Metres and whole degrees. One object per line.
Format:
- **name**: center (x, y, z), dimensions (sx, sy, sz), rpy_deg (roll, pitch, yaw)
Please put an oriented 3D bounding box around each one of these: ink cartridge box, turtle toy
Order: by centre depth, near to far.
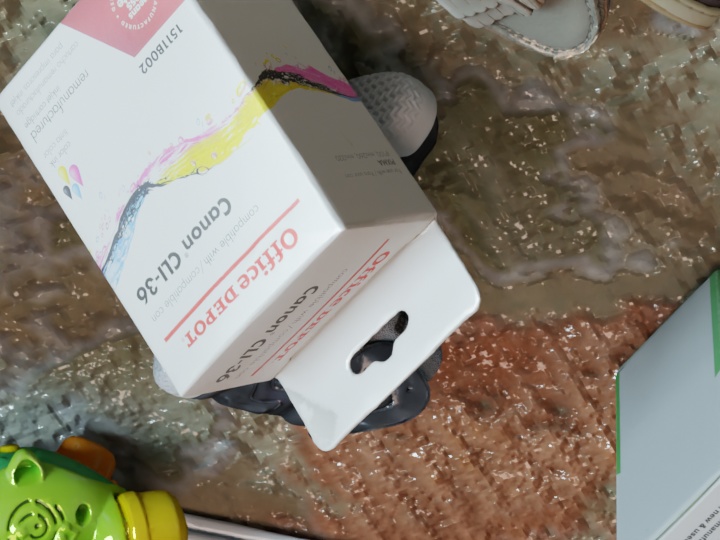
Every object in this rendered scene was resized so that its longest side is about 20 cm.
- **ink cartridge box**: center (-0.051, -0.031, 1.166), dimensions (0.116, 0.067, 0.200), rpy_deg (-46, 69, 31)
- **ink cartridge box**: center (0.217, 0.111, 1.273), dimensions (0.200, 0.146, 0.084), rpy_deg (29, 123, -17)
- **turtle toy**: center (-0.167, 0.156, 1.368), dimensions (0.146, 0.101, 0.200), rpy_deg (-8, 132, -19)

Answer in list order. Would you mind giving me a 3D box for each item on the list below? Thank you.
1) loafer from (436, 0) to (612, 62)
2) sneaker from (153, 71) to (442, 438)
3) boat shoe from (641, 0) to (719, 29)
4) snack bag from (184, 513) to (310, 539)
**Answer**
- **loafer**: center (0.029, -0.150, 1.143), dimensions (0.072, 0.063, 0.200), rpy_deg (-32, 118, 24)
- **sneaker**: center (0.000, 0.000, 1.258), dimensions (0.114, 0.076, 0.200), rpy_deg (27, 126, -21)
- **boat shoe**: center (0.090, -0.174, 1.114), dimensions (0.065, 0.072, 0.200), rpy_deg (-42, 116, 16)
- **snack bag**: center (-0.036, 0.214, 1.453), dimensions (0.188, 0.021, 0.200), rpy_deg (11, 127, -2)
